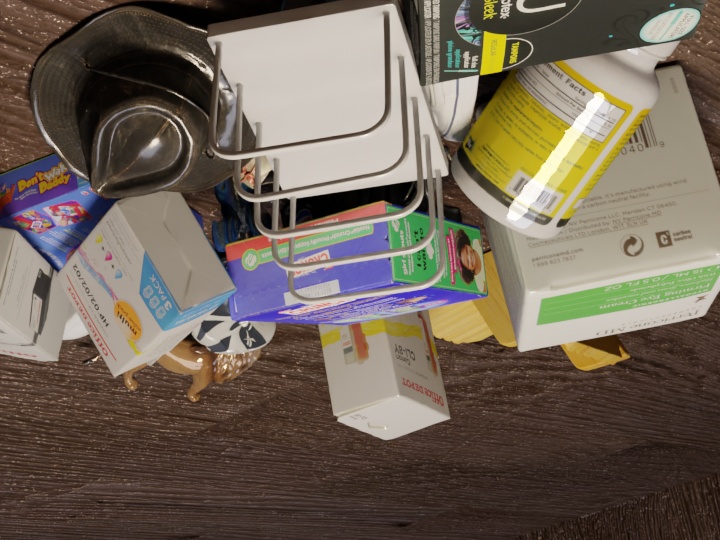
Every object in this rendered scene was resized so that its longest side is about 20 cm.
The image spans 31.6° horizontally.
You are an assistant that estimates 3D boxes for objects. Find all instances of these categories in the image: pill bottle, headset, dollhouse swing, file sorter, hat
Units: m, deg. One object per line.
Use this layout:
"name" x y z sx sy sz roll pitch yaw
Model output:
"pill bottle" 0.170 -0.134 1.040 0.112 0.113 0.200 11 123 -41
"headset" 0.017 -0.089 1.174 0.123 0.094 0.200 -3 -173 -26
"dollhouse swing" 0.185 0.084 1.580 0.176 0.182 0.200 -43 146 20
"file sorter" -0.019 -0.082 0.945 0.138 0.125 0.200 -8 145 12
"hat" -0.171 -0.104 0.999 0.200 0.081 0.201 3 139 2

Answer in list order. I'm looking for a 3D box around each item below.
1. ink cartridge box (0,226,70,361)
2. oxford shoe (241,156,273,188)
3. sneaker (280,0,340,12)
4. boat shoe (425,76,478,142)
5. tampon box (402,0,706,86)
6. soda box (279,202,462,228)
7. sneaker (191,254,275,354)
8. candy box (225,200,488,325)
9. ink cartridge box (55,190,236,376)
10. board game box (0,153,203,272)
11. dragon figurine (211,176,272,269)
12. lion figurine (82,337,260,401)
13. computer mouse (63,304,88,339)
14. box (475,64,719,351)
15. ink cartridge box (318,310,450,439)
"ink cartridge box" -0.369 0.016 1.193 0.145 0.084 0.200 9 165 5
"oxford shoe" -0.103 -0.112 1.086 0.200 0.075 0.070 7 155 -28
"sneaker" 0.004 -0.144 1.011 0.082 0.073 0.200 4 156 23
"boat shoe" 0.065 -0.172 1.047 0.065 0.074 0.200 6 155 3
"tampon box" 0.124 -0.227 0.847 0.199 0.127 0.150 -11 158 0
"soda box" 0.019 -0.037 1.337 0.200 0.063 0.071 8 152 -38
"sneaker" -0.131 0.035 1.421 0.129 0.080 0.199 -15 149 33
"candy box" 0.000 0.000 1.168 0.169 0.077 0.200 -13 171 28
"ink cartridge box" -0.207 0.019 1.166 0.068 0.115 0.200 -26 172 -39
"board game box" -0.256 -0.046 1.219 0.134 0.045 0.200 -17 156 17
"dragon figurine" -0.112 -0.055 1.190 0.059 0.100 0.200 -10 158 -1
"lion figurine" -0.225 0.100 1.552 0.200 0.073 0.123 9 144 -29
"computer mouse" -0.283 0.045 1.361 0.200 0.044 0.110 -14 -173 46
"box" 0.223 -0.054 1.206 0.198 0.200 0.171 -11 160 0
"ink cartridge box" 0.021 0.073 1.420 0.083 0.200 0.145 -19 156 21
